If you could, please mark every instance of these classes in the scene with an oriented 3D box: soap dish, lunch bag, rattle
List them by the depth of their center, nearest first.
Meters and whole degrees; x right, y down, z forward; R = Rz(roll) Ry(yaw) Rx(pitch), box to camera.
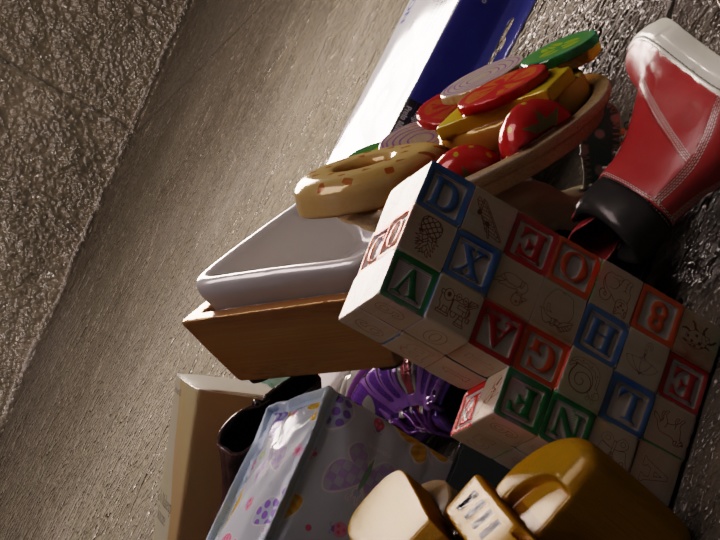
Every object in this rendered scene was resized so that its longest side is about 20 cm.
[{"bbox_3d":[-0.008,0.199,1.482,0.201,0.169,0.127,-63,17,-18],"label":"lunch bag"},{"bbox_3d":[0.145,-0.008,1.538,0.200,0.131,0.143,-38,21,-15],"label":"rattle"},{"bbox_3d":[0.000,0.000,1.612,0.156,0.082,0.200,-8,20,35],"label":"soap dish"}]

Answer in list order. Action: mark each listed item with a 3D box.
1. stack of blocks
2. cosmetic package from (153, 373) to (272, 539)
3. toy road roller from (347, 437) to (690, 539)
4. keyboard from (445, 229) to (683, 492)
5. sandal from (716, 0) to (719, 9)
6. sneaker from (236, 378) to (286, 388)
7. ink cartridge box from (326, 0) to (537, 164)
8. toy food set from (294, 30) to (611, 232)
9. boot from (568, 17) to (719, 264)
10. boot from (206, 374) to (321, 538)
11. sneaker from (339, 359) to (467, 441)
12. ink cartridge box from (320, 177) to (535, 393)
[{"bbox_3d":[0.092,0.042,1.355,0.059,0.199,0.116,-33,30,61],"label":"stack of blocks"},{"bbox_3d":[-0.103,0.179,1.725,0.105,0.070,0.202,-168,86,-77],"label":"cosmetic package"},{"bbox_3d":[0.091,0.157,1.325,0.146,0.123,0.200,-48,19,3],"label":"toy road roller"},{"bbox_3d":[0.127,0.070,1.455,0.103,0.040,0.201,8,62,33],"label":"keyboard"},{"bbox_3d":[0.252,-0.184,1.505,0.081,0.054,0.200,-62,14,2],"label":"sandal"},{"bbox_3d":[-0.045,0.168,1.858,0.077,0.141,0.200,-24,-23,4],"label":"sneaker"},{"bbox_3d":[0.061,-0.163,1.841,0.201,0.040,0.200,-63,16,-15],"label":"ink cartridge box"},{"bbox_3d":[0.065,-0.084,1.542,0.199,0.049,0.198,-19,15,31],"label":"toy food set"},{"bbox_3d":[0.168,-0.074,1.497,0.144,0.072,0.200,-44,19,4],"label":"boot"},{"bbox_3d":[-0.027,0.138,1.636,0.200,0.072,0.167,-34,-41,-43],"label":"boot"},{"bbox_3d":[0.048,0.084,1.675,0.200,0.080,0.084,-42,30,47],"label":"sneaker"},{"bbox_3d":[0.044,0.023,1.790,0.200,0.084,0.145,-53,17,28],"label":"ink cartridge box"}]
